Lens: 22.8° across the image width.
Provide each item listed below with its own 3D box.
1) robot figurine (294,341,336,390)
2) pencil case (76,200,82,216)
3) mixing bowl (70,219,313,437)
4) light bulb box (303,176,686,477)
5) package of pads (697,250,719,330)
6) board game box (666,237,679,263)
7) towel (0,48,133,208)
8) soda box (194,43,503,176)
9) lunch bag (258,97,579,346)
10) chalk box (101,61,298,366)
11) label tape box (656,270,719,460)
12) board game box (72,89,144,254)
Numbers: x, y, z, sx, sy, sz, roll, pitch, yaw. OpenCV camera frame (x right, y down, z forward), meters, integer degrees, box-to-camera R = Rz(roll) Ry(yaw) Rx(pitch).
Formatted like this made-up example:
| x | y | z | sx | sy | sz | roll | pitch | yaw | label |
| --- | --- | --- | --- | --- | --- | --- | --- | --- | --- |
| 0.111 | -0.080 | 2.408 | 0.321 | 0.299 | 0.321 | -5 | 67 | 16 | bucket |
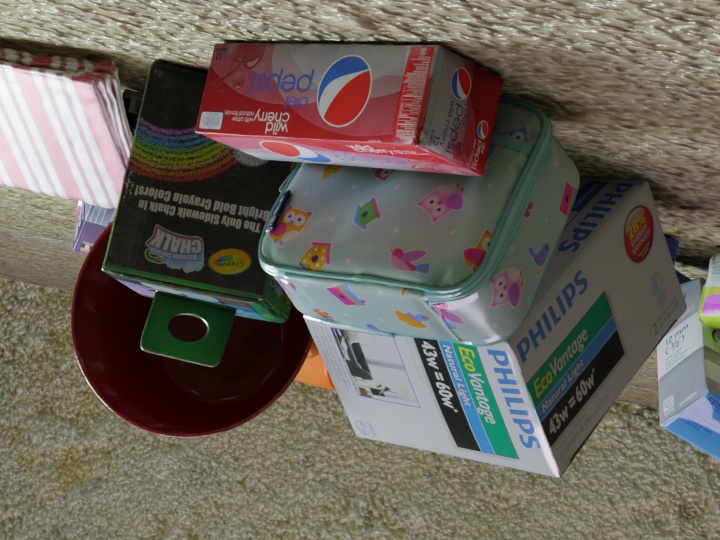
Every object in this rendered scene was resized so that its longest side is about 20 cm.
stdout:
| x | y | z | sx | sy | sz | roll | pitch | yaw | label |
| --- | --- | --- | --- | --- | --- | --- | --- | --- | --- |
| -0.035 | 0.045 | 1.612 | 0.198 | 0.118 | 0.144 | 13 | 158 | 22 | robot figurine |
| -0.151 | -0.070 | 1.590 | 0.198 | 0.092 | 0.094 | 12 | 165 | -7 | pencil case |
| -0.122 | 0.043 | 1.427 | 0.198 | 0.202 | 0.108 | 11 | 167 | 12 | mixing bowl |
| 0.102 | 0.031 | 1.329 | 0.199 | 0.198 | 0.126 | 7 | 132 | 42 | light bulb box |
| 0.399 | 0.039 | 1.492 | 0.198 | 0.069 | 0.154 | 17 | 172 | -30 | package of pads |
| 0.170 | -0.024 | 1.566 | 0.198 | 0.035 | 0.135 | 13 | 173 | 3 | board game box |
| -0.257 | -0.116 | 1.383 | 0.198 | 0.030 | 0.147 | 13 | 142 | 23 | towel |
| -0.010 | -0.103 | 1.124 | 0.199 | 0.064 | 0.070 | 8 | 172 | 43 | soda box |
| 0.035 | -0.041 | 1.163 | 0.198 | 0.162 | 0.077 | 9 | 154 | 38 | lunch bag |
| -0.108 | -0.032 | 1.313 | 0.123 | 0.202 | 0.124 | 12 | 174 | 8 | chalk box |
| 0.332 | 0.077 | 1.564 | 0.142 | 0.201 | 0.066 | 29 | 133 | -20 | label tape box |
| -0.123 | -0.056 | 1.478 | 0.198 | 0.057 | 0.166 | 14 | 142 | -13 | board game box |
